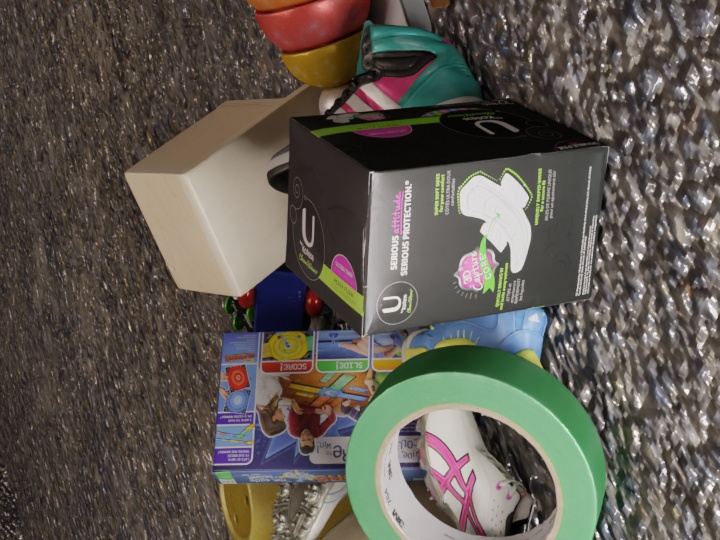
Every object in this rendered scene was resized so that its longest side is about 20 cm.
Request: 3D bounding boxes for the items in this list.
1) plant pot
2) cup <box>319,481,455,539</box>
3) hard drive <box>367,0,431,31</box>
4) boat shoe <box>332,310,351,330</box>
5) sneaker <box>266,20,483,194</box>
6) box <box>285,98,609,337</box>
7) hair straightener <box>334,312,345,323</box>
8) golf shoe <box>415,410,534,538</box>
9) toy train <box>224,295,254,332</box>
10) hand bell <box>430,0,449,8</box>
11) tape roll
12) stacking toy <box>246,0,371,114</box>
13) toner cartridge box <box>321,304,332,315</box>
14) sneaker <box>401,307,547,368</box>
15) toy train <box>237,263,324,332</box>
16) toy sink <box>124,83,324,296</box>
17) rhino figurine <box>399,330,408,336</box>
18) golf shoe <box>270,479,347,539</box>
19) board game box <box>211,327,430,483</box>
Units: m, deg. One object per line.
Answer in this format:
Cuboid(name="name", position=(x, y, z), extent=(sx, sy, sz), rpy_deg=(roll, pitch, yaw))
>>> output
Cuboid(name="plant pot", position=(-0.069, 0.229, 1.423), extent=(0.200, 0.140, 0.203), rpy_deg=(31, 125, 59))
Cuboid(name="cup", position=(0.029, 0.292, 1.232), extent=(0.200, 0.141, 0.204), rpy_deg=(26, 119, 61))
Cuboid(name="hard drive", position=(0.002, -0.228, 1.283), extent=(0.200, 0.026, 0.134), rpy_deg=(-49, 53, 58))
Cuboid(name="boat shoe", position=(-0.003, 0.049, 1.325), extent=(0.075, 0.061, 0.202), rpy_deg=(-118, 33, -47))
Cuboid(name="sneaker", position=(0.005, -0.148, 1.148), extent=(0.084, 0.197, 0.122), rpy_deg=(47, -152, -63))
Cuboid(name="box", position=(0.060, -0.046, 1.007), extent=(0.148, 0.197, 0.126), rpy_deg=(38, 130, 56))
Cuboid(name="hair straightener", position=(0.000, 0.000, 1.184), extent=(0.201, 0.040, 0.078), rpy_deg=(106, 147, -61))
Cuboid(name="golf shoe", position=(0.106, 0.189, 1.137), extent=(0.091, 0.072, 0.203), rpy_deg=(-21, 74, 26))
Cuboid(name="toy train", position=(-0.095, 0.077, 1.450), extent=(0.041, 0.057, 0.201), rpy_deg=(17, 147, 29))
Cuboid(name="hand bell", position=(0.058, -0.316, 1.105), extent=(0.104, 0.103, 0.203), rpy_deg=(41, 145, 55))
Cuboid(name="tape roll", position=(0.088, 0.158, 1.033), extent=(0.048, 0.198, 0.203), rpy_deg=(-50, -31, -61))
Cuboid(name="stacking toy", position=(-0.036, -0.218, 1.222), extent=(0.146, 0.145, 0.203), rpy_deg=(18, 129, 62))
Cuboid(name="toner cartridge box", position=(-0.075, -0.048, 1.476), extent=(0.095, 0.043, 0.203), rpy_deg=(159, 102, -65))
Cuboid(name="sneaker", position=(0.102, 0.050, 1.117), extent=(0.199, 0.075, 0.107), rpy_deg=(19, 95, 63))
Cuboid(name="toy train", position=(-0.077, 0.076, 1.365), extent=(0.116, 0.083, 0.203), rpy_deg=(-73, -11, -67))
Cuboid(name="toy sink", position=(-0.105, -0.087, 1.293), extent=(0.111, 0.200, 0.132), rpy_deg=(6, 128, 47))
Cuboid(name="rhino figurine", position=(0.036, -0.042, 1.200), extent=(0.087, 0.059, 0.203), rpy_deg=(161, 111, -64))
Cuboid(name="golf shoe", position=(-0.011, 0.186, 1.269), extent=(0.078, 0.097, 0.202), rpy_deg=(-1, 59, 56))
Cuboid(name="board game box", position=(-0.032, 0.122, 1.219), extent=(0.035, 0.197, 0.137), rpy_deg=(74, -163, -63))
